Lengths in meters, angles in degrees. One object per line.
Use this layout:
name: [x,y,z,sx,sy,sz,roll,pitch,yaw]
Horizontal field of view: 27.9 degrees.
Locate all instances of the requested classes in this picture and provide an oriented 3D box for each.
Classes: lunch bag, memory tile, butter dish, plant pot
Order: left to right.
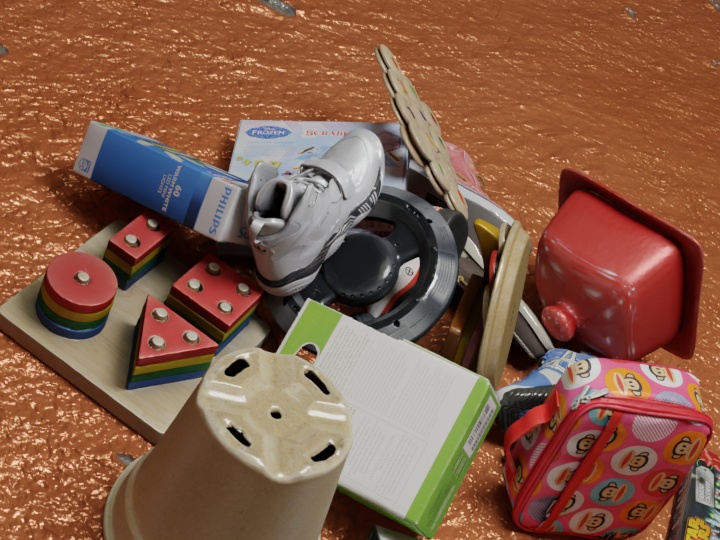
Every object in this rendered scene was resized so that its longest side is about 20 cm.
plant pot: [-0.098,0.172,1.218,0.199,0.184,0.201,16,41,-14]
memory tile: [0.069,-0.157,1.630,0.153,0.017,0.201,51,17,-41]
lunch bag: [0.223,0.171,1.392,0.175,0.201,0.082,10,41,-16]
butter dish: [0.258,0.022,1.588,0.148,0.200,0.200,-36,52,-25]

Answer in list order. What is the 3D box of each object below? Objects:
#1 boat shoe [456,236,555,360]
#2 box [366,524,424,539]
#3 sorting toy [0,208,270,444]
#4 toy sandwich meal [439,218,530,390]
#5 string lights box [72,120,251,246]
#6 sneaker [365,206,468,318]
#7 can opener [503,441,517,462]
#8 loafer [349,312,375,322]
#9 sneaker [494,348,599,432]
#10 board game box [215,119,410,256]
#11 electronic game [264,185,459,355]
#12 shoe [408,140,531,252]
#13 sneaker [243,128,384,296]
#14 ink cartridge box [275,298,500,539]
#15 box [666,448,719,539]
boat shoe: [0.136,0.028,1.606,0.200,0.059,0.072,51,2,21]
box: [0.084,0.288,1.241,0.144,0.037,0.200,19,8,-11]
sorting toy: [-0.207,0.037,1.392,0.200,0.070,0.199,35,40,8]
toy sandwich meal: [0.121,0.042,1.478,0.070,0.206,0.206,13,38,10]
string lights box: [-0.182,-0.085,1.471,0.199,0.059,0.103,25,7,28]
sneaker: [0.029,0.011,1.566,0.107,0.067,0.202,10,57,37]
can opener: [0.244,0.187,1.502,0.199,0.053,0.067,-7,50,-34]
loafer: [0.039,0.129,1.435,0.070,0.068,0.201,-7,57,-32]
sneaker: [0.201,0.129,1.533,0.199,0.076,0.077,-2,40,-44]
board game box: [-0.047,-0.091,1.588,0.199,0.041,0.200,2,41,5]
electronic game: [0.000,0.000,1.453,0.199,0.042,0.201,-6,58,9]
shoe: [0.129,-0.086,1.717,0.199,0.072,0.091,33,42,12]
sneaker: [-0.045,-0.079,1.416,0.075,0.115,0.200,25,67,24]
ink cartridge box: [0.008,0.135,1.353,0.199,0.076,0.148,25,77,22]
box: [0.384,0.285,1.486,0.136,0.040,0.200,27,39,1]
